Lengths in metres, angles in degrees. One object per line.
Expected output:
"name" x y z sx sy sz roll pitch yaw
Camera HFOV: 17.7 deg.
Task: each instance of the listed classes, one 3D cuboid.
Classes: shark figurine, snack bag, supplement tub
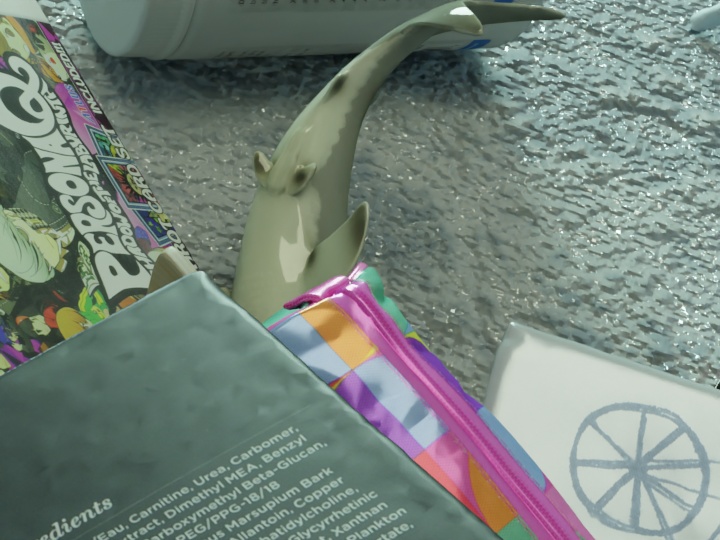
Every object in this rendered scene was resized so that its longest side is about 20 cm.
"shark figurine" -0.004 -0.020 0.939 0.128 0.215 0.089 15 -7 38
"snack bag" 0.114 0.136 0.818 0.188 0.021 0.201 18 69 0
"supplement tub" -0.021 -0.164 1.053 0.199 0.132 0.132 -4 48 -24

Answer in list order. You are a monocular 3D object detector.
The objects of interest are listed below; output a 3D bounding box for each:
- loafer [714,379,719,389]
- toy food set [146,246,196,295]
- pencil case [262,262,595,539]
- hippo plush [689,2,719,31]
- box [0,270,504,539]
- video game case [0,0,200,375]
"loafer" 0.188 0.123 0.882 0.073 0.072 0.200 -20 57 -36
"toy food set" -0.128 0.090 0.750 0.060 0.144 0.200 33 45 15
"pencil case" 0.034 0.090 0.757 0.200 0.088 0.088 46 48 8
"hippo plush" 0.278 -0.133 1.080 0.199 0.160 0.161 21 20 -1
"box" -0.021 0.141 0.622 0.117 0.197 0.200 -30 42 -21
"video game case" -0.145 -0.033 0.850 0.181 0.036 0.200 -1 55 -59
